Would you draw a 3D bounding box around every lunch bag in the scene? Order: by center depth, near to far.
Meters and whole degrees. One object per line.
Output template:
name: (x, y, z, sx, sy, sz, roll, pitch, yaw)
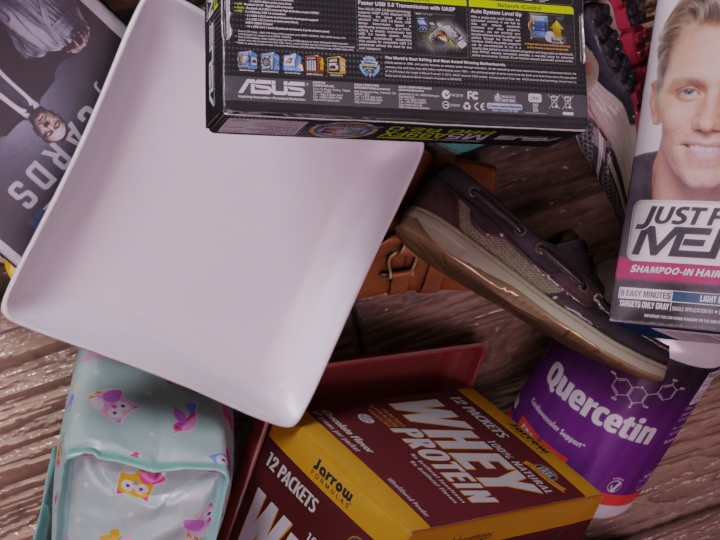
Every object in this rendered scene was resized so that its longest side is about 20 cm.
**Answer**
lunch bag: (-0.152, 0.154, 0.860, 0.122, 0.171, 0.200, 8, 120, -10)

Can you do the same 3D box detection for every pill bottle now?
pill bottle: (0.188, 0.070, 0.918, 0.112, 0.113, 0.200, 16, 116, -21)

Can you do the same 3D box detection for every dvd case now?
dvd case: (-0.195, -0.096, 0.745, 0.200, 0.025, 0.150, 43, 91, -16)

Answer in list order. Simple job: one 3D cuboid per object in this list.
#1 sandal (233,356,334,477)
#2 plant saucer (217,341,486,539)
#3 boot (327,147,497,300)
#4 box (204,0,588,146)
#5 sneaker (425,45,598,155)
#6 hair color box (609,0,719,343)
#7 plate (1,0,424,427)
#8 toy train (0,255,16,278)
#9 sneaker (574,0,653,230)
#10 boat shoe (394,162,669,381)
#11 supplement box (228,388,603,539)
sandal: (-0.064, 0.149, 0.946, 0.082, 0.050, 0.203, 21, 114, -22)
plant saucer: (-0.017, 0.136, 0.911, 0.199, 0.037, 0.200, -4, 122, -44)
boot: (0.000, 0.000, 0.867, 0.155, 0.077, 0.201, 6, 112, -20)
box: (0.019, -0.150, 0.674, 0.199, 0.044, 0.161, 0, 83, -18)
sneaker: (0.034, -0.105, 0.749, 0.199, 0.072, 0.080, 6, 144, -15)
hair color box: (0.215, -0.059, 0.754, 0.060, 0.100, 0.201, 19, 78, -50)
plate: (-0.082, -0.031, 0.752, 0.199, 0.032, 0.200, 25, 89, -28)
toy train: (-0.193, -0.064, 0.793, 0.199, 0.056, 0.151, 19, 97, -15)
sneaker: (0.157, -0.104, 0.823, 0.075, 0.081, 0.200, -6, 117, 41)
boat shoe: (0.119, 0.002, 0.814, 0.200, 0.072, 0.065, 31, 85, -7)
supplement box: (0.022, 0.203, 0.867, 0.197, 0.133, 0.200, 0, 118, -45)
